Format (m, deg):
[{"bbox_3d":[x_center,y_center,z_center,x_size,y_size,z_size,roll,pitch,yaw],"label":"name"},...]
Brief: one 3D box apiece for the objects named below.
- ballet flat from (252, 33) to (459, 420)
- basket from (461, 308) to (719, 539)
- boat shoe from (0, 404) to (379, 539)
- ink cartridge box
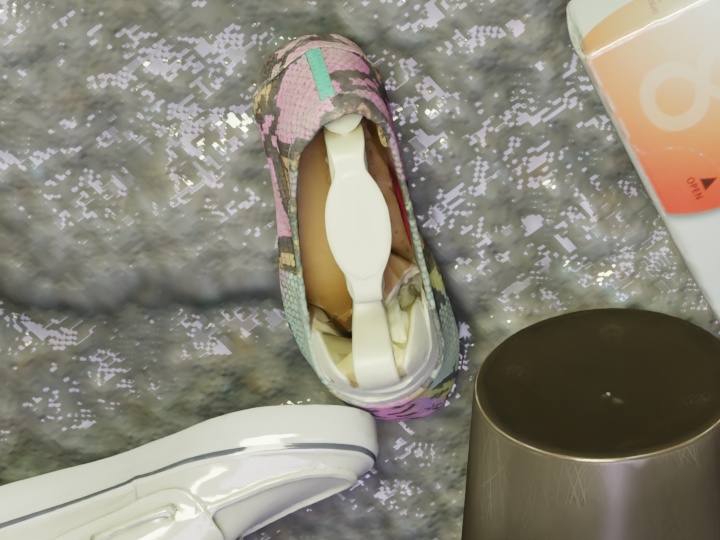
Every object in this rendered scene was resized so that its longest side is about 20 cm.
[{"bbox_3d":[0.000,0.000,1.153,0.069,0.071,0.201,-14,127,0],"label":"ballet flat"},{"bbox_3d":[0.109,0.130,1.229,0.179,0.136,0.201,-22,125,-23],"label":"basket"},{"bbox_3d":[-0.084,0.111,1.206,0.199,0.066,0.072,-15,156,5],"label":"boat shoe"},{"bbox_3d":[0.203,-0.078,1.144,0.199,0.050,0.163,-24,126,12],"label":"ink cartridge box"}]
